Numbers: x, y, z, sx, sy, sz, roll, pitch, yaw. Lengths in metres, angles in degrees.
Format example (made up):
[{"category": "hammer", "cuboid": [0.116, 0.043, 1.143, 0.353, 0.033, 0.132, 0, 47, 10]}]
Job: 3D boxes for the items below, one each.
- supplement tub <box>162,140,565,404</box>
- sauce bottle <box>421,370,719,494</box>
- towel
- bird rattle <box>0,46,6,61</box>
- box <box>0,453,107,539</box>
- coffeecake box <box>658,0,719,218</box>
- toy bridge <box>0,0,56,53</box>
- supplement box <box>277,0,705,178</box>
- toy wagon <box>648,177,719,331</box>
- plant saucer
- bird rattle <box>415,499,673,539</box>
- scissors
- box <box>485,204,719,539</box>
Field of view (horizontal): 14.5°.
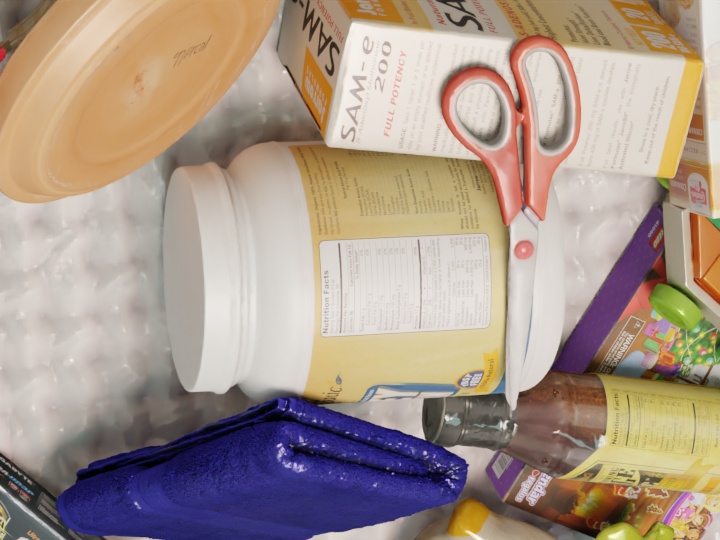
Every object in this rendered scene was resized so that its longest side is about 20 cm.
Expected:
[{"category": "supplement tub", "cuboid": [0.000, 0.000, 1.549, 0.199, 0.145, 0.145, -3, 118, -14]}, {"category": "sauce bottle", "cuboid": [0.134, 0.091, 1.638, 0.199, 0.066, 0.066, 7, 115, -15]}, {"category": "towel", "cuboid": [-0.056, 0.116, 1.581, 0.147, 0.050, 0.200, 13, 158, -41]}, {"category": "bird rattle", "cuboid": [-0.282, -0.107, 1.380, 0.163, 0.200, 0.113, 11, 118, -40]}, {"category": "box", "cuboid": [-0.196, 0.219, 1.630, 0.200, 0.046, 0.159, 39, 103, -7]}, {"category": "coffeecake box", "cuboid": [0.247, -0.137, 1.551, 0.153, 0.073, 0.201, -6, 99, -13]}, {"category": "toy bridge", "cuboid": [-0.109, -0.172, 1.495, 0.200, 0.027, 0.067, -33, 119, 4]}, {"category": "supplement box", "cuboid": [0.067, -0.114, 1.517, 0.199, 0.126, 0.074, 4, 115, -18]}, {"category": "toy wagon", "cuboid": [0.230, -0.028, 1.626, 0.200, 0.040, 0.155, 41, 78, -23]}, {"category": "plant saucer", "cuboid": [-0.110, -0.107, 1.451, 0.200, 0.032, 0.200, -40, 164, -14]}, {"category": "bird rattle", "cuboid": [0.100, 0.208, 1.709, 0.163, 0.113, 0.200, 32, 144, -1]}, {"category": "scissors", "cuboid": [0.092, -0.024, 1.478, 0.073, 0.014, 0.201, -17, 111, -10]}, {"category": "box", "cuboid": [0.185, 0.073, 1.700, 0.136, 0.039, 0.200, 22, 109, -25]}]
